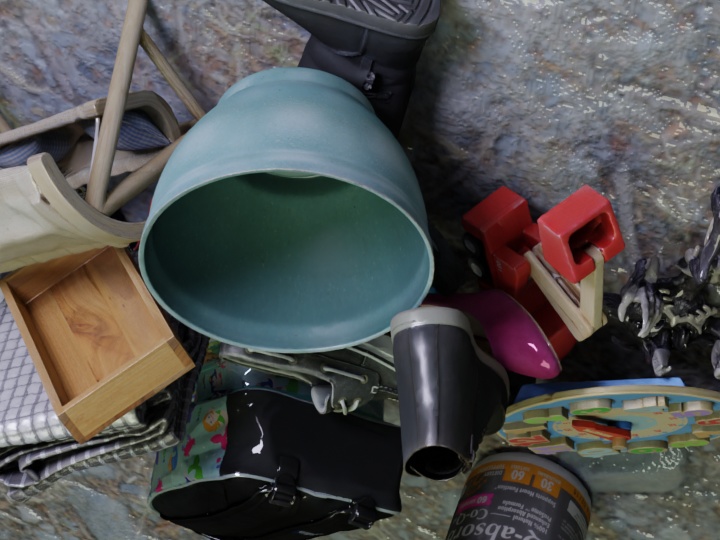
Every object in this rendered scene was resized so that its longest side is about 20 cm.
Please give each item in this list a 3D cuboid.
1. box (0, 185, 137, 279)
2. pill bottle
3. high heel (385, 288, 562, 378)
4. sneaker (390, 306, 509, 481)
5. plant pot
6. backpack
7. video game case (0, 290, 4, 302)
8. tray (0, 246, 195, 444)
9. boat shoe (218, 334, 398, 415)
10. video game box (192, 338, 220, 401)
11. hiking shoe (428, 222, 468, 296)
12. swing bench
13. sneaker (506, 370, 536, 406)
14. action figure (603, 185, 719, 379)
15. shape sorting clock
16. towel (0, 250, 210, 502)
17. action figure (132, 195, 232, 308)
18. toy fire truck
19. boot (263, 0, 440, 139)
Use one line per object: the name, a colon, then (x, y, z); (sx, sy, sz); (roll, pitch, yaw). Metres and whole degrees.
box: (-0.253, 0.016, 1.698); (0.161, 0.049, 0.200); (-6, 132, 28)
pill bottle: (0.122, 0.264, 1.666); (0.116, 0.200, 0.117); (13, 139, 12)
high heel: (0.061, 0.048, 1.474); (0.200, 0.096, 0.067); (37, 155, 40)
sneaker: (0.061, 0.109, 1.392); (0.075, 0.107, 0.200); (-6, 157, 15)
plant pot: (-0.048, -0.054, 1.354); (0.200, 0.135, 0.201); (2, 142, 1)
backpack: (-0.075, 0.149, 1.576); (0.177, 0.151, 0.200); (16, 152, -27)
video game case: (-0.345, 0.048, 1.748); (0.200, 0.018, 0.143); (3, 136, 52)
tray: (-0.198, 0.039, 1.440); (0.099, 0.200, 0.037); (-35, 125, -2)
boat shoe: (-0.019, 0.077, 1.488); (0.199, 0.071, 0.072); (23, 166, -14)
video game box: (-0.125, 0.054, 1.640); (0.199, 0.047, 0.182); (-16, 126, 16)
hiking shoe: (0.000, 0.000, 1.471); (0.200, 0.087, 0.074); (15, 148, 52)
swing bench: (-0.237, -0.078, 1.469); (0.198, 0.200, 0.130); (-11, 129, 35)
sneaker: (0.043, 0.067, 1.590); (0.200, 0.071, 0.098); (27, 149, 6)
action figure: (0.243, 0.027, 1.426); (0.119, 0.102, 0.200); (22, 139, -9)
shape sorting clock: (0.205, 0.121, 1.537); (0.199, 0.039, 0.200); (3, 164, 1)
towel: (-0.206, 0.078, 1.506); (0.165, 0.200, 0.086); (-14, 126, 16)
action figure: (-0.132, -0.027, 1.489); (0.065, 0.200, 0.052); (29, 116, -22)
toy fire truck: (0.140, 0.008, 1.442); (0.141, 0.049, 0.200); (36, 154, 43)
boot: (-0.040, -0.148, 1.409); (0.164, 0.066, 0.200); (24, 145, 3)
